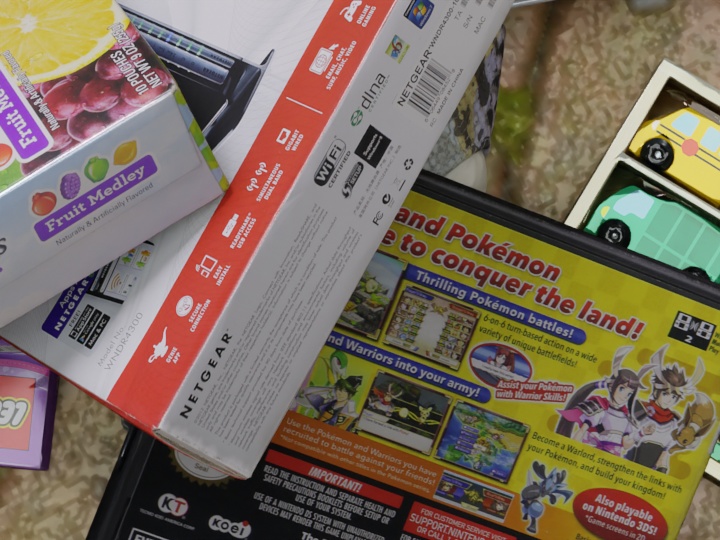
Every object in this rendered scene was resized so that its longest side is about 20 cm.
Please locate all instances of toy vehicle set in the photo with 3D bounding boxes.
[{"bbox_3d":[0.164,0.026,1.018,0.199,0.027,0.125,31,86,1],"label":"toy vehicle set"}]

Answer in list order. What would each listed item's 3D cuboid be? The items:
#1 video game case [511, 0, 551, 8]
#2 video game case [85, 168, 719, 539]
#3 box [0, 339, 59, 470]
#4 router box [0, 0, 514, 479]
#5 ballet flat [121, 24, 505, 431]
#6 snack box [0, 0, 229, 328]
[{"bbox_3d":[0.033,-0.156,1.005,0.199,0.018,0.144,-11,62,-3],"label":"video game case"},{"bbox_3d":[0.022,0.062,0.968,0.199,0.026,0.182,20,97,-14],"label":"video game case"},{"bbox_3d":[-0.206,-0.004,1.003,0.199,0.039,0.138,6,85,-1],"label":"box"},{"bbox_3d":[-0.057,-0.056,0.911,0.179,0.049,0.201,26,86,44],"label":"router box"},{"bbox_3d":[0.000,0.000,0.994,0.072,0.072,0.200,43,92,2],"label":"ballet flat"},{"bbox_3d":[-0.160,-0.028,0.862,0.199,0.053,0.142,-31,46,-7],"label":"snack box"}]
